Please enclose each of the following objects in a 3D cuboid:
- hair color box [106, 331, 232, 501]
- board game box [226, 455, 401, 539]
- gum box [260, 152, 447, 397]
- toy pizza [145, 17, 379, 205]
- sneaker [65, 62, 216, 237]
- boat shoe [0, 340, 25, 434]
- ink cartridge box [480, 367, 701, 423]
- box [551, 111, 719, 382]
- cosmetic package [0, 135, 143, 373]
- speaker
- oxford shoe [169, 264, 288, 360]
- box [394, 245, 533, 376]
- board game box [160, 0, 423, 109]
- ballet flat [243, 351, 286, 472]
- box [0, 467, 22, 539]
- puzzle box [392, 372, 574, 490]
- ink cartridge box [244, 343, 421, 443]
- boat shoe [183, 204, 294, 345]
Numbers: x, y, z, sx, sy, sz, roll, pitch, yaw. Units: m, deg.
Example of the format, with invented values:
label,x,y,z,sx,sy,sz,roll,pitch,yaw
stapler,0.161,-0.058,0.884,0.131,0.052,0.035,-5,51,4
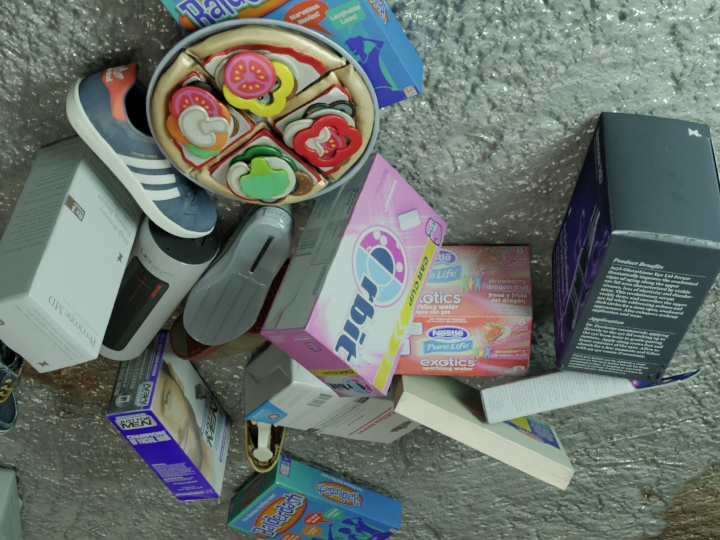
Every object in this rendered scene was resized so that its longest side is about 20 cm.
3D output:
label,x,y,z,sx,sy,sz,roll,pitch,yaw
hair color box,-0.224,0.179,1.279,0.064,0.111,0.201,-9,138,17
board game box,-0.065,0.339,1.482,0.198,0.045,0.152,25,136,-20
gum box,0.000,0.000,0.983,0.066,0.202,0.113,-7,142,45
toy pizza,-0.082,-0.122,0.894,0.196,0.032,0.202,0,138,0
sneaker,-0.176,-0.107,0.972,0.084,0.076,0.200,-22,137,19
boat shoe,-0.437,0.130,1.275,0.089,0.072,0.202,0,137,13
ink cartridge box,0.247,0.115,1.123,0.197,0.044,0.196,-17,171,22
box,0.247,-0.018,0.966,0.102,0.150,0.202,7,139,-1
cosmetic package,-0.272,-0.019,0.984,0.073,0.202,0.102,-14,137,22
speaker,-0.221,0.012,1.109,0.080,0.082,0.200,24,136,-21
oxford shoe,-0.112,0.046,1.162,0.198,0.072,0.075,-20,161,24
box,0.076,0.041,1.093,0.196,0.096,0.103,0,140,6
board game box,-0.058,-0.203,0.866,0.150,0.045,0.200,-17,134,24
ballet flat,-0.112,0.180,1.301,0.067,0.064,0.202,5,139,0
box,-0.605,0.375,1.533,0.197,0.132,0.200,11,139,-5
puzzle box,0.126,0.158,1.132,0.198,0.133,0.026,26,101,-5
ink cartridge box,-0.021,0.136,1.214,0.198,0.069,0.116,16,146,-30
boat shoe,-0.117,0.000,1.081,0.071,0.062,0.200,31,128,-14
